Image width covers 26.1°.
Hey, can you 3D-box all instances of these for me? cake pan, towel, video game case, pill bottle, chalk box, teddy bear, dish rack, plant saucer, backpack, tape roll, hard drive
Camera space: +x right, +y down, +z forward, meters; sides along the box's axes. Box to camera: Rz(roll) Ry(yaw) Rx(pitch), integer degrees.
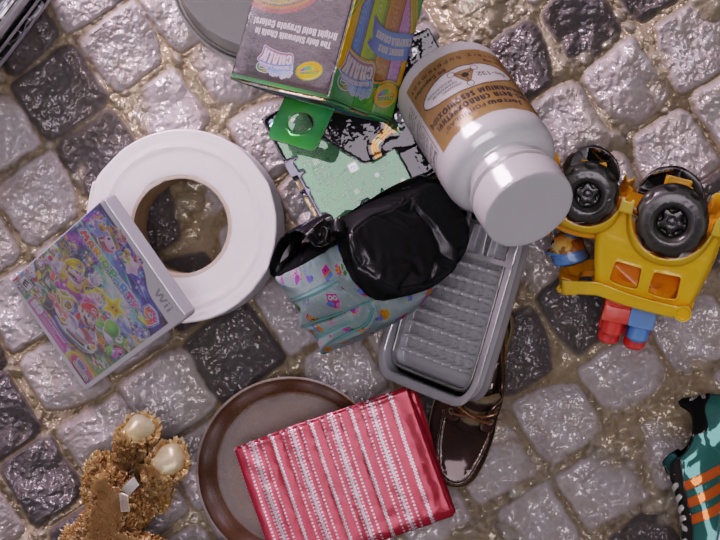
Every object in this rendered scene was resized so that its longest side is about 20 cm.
[{"bbox_3d":[-0.104,-0.318,1.624,0.200,0.037,0.200,0,90,4],"label":"cake pan"},{"bbox_3d":[-0.015,0.216,1.600,0.200,0.022,0.145,-19,92,6],"label":"towel"},{"bbox_3d":[-0.268,0.026,1.588,0.200,0.018,0.143,-34,91,42],"label":"video game case"},{"bbox_3d":[0.121,-0.120,1.488,0.114,0.114,0.200,-31,47,4],"label":"pill bottle"},{"bbox_3d":[-0.034,-0.217,1.522,0.124,0.124,0.200,18,94,32],"label":"chalk box"},{"bbox_3d":[-0.242,0.242,1.617,0.145,0.067,0.200,18,97,26],"label":"teddy bear"},{"bbox_3d":[0.100,0.031,1.570,0.044,0.172,0.200,16,91,-36],"label":"dish rack"},{"bbox_3d":[-0.072,0.210,1.631,0.200,0.034,0.200,0,92,4],"label":"plant saucer"},{"bbox_3d":[0.000,0.000,1.545,0.167,0.200,0.127,-21,85,-38],"label":"backpack"},{"bbox_3d":[-0.182,-0.046,1.617,0.202,0.071,0.203,0,92,4],"label":"tape roll"},{"bbox_3d":[0.016,-0.144,1.618,0.200,0.038,0.140,-29,89,3],"label":"hard drive"}]

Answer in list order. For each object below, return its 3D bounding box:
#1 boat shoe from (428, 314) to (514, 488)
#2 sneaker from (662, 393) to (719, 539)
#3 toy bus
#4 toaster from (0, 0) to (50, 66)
[{"bbox_3d":[0.114,0.129,1.597,0.072,0.072,0.200,17,92,4],"label":"boat shoe"},{"bbox_3d":[0.345,0.224,1.587,0.080,0.071,0.200,10,86,8],"label":"sneaker"},{"bbox_3d":[0.257,-0.017,1.568,0.200,0.136,0.192,16,108,6],"label":"toy bus"},{"bbox_3d":[-0.408,-0.288,1.611,0.129,0.114,0.200,38,91,-1],"label":"toaster"}]
